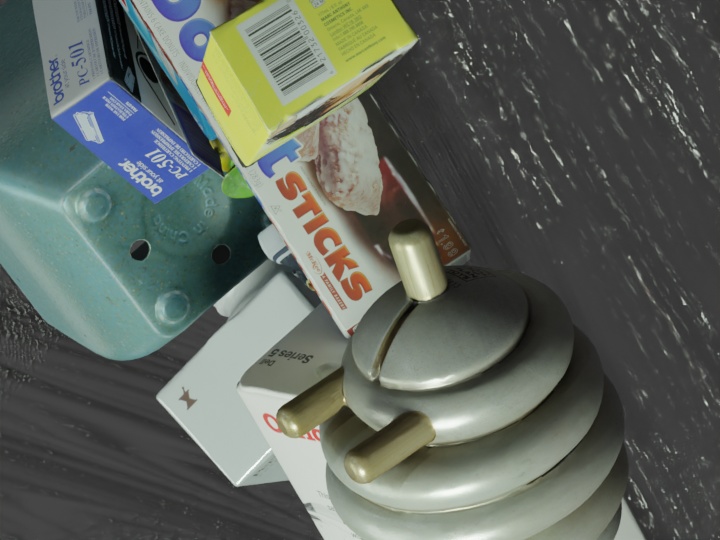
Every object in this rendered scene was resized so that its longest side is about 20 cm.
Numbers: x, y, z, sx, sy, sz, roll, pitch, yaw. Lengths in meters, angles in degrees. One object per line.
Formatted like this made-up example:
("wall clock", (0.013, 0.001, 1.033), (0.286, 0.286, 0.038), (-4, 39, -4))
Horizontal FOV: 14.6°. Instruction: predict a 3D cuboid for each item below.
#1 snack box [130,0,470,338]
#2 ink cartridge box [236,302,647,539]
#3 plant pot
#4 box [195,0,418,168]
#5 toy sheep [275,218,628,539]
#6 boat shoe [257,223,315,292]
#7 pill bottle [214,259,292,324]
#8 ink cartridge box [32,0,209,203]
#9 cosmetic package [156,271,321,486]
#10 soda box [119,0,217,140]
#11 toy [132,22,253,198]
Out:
("snack box", (-0.030, -0.071, 1.329), (0.201, 0.072, 0.024), (57, 176, 10))
("ink cartridge box", (0.049, 0.113, 1.344), (0.145, 0.084, 0.201), (8, 134, 50))
("plant pot", (-0.134, -0.063, 1.693), (0.197, 0.196, 0.200), (54, 171, -29))
("box", (-0.027, -0.088, 1.197), (0.050, 0.075, 0.200), (58, 176, -2))
("toy sheep", (0.043, 0.068, 1.143), (0.138, 0.137, 0.201), (51, 161, 52))
("boat shoe", (0.000, 0.000, 1.459), (0.091, 0.071, 0.200), (59, 174, 1))
("pill bottle", (-0.017, 0.062, 1.778), (0.201, 0.112, 0.112), (57, 175, 19))
("ink cartridge box", (-0.140, -0.140, 1.566), (0.094, 0.044, 0.201), (41, -155, -43))
("cosmetic package", (-0.028, 0.061, 1.599), (0.071, 0.101, 0.200), (48, -169, 13))
("soda box", (-0.105, -0.172, 1.467), (0.201, 0.068, 0.064), (57, 175, 18))
("toy", (-0.084, -0.132, 1.552), (0.115, 0.047, 0.201), (34, -149, -57))
